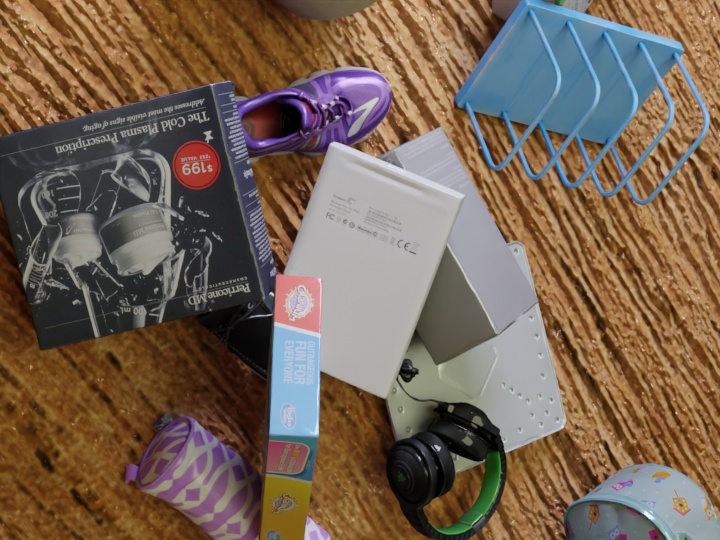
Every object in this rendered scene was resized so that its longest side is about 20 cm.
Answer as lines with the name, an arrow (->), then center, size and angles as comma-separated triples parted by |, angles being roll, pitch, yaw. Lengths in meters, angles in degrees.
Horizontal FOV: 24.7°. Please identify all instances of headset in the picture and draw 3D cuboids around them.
headset -> 0.069, 0.167, 1.583 | 0.123, 0.094, 0.201 | -39, 123, -29

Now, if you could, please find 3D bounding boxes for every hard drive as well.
hard drive -> 0.000, 0.000, 1.506 | 0.131, 0.026, 0.201 | 23, 105, 10

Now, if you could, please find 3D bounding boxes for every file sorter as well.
file sorter -> 0.224, -0.159, 1.632 | 0.199, 0.139, 0.123 | 10, 44, -30

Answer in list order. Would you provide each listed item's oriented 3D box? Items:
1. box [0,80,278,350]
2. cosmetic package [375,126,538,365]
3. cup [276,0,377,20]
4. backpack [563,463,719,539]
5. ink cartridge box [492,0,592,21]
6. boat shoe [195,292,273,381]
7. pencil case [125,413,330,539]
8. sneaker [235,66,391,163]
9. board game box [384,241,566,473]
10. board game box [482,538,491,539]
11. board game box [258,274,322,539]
box -> -0.187, -0.048, 1.385 | 0.199, 0.104, 0.183 | -13, 97, 6
cosmetic package -> 0.074, -0.024, 1.558 | 0.107, 0.090, 0.201 | -27, 91, -57
cup -> -0.037, -0.315, 1.498 | 0.200, 0.200, 0.144 | -39, 133, -25
backpack -> 0.291, 0.304, 1.666 | 0.153, 0.176, 0.201 | -20, 95, -33
ink cartridge box -> 0.219, -0.351, 1.648 | 0.084, 0.146, 0.200 | 30, 69, 17
boat shoe -> -0.118, 0.033, 1.486 | 0.074, 0.062, 0.200 | -32, 105, 20
pencil case -> -0.117, 0.219, 1.487 | 0.085, 0.084, 0.200 | -41, 111, 17
sneaker -> -0.048, -0.140, 1.531 | 0.199, 0.083, 0.081 | -20, 99, -30
board game box -> 0.101, 0.092, 1.645 | 0.199, 0.026, 0.201 | -18, 98, -29
board game box -> 0.108, 0.370, 1.598 | 0.200, 0.105, 0.103 | -42, 108, -25
board game box -> -0.060, 0.123, 1.398 | 0.040, 0.200, 0.154 | 3, 56, -4
